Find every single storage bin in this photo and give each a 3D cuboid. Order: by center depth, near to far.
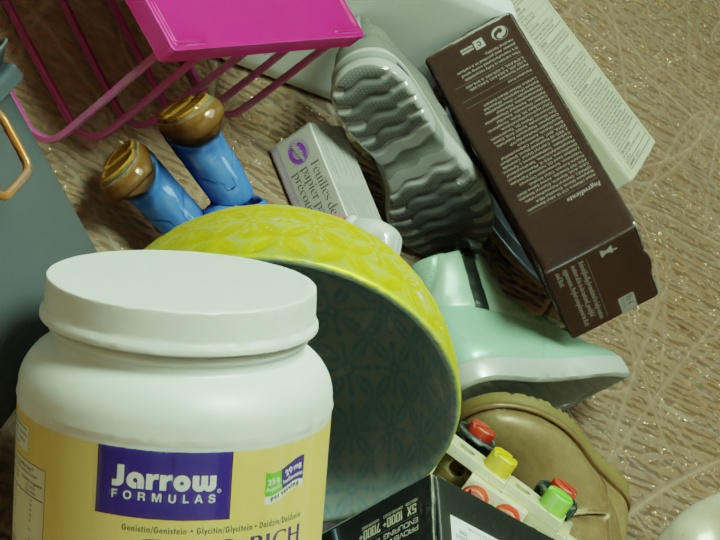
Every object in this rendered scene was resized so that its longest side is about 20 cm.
[{"bbox_3d":[-0.201,-0.001,0.913,0.135,0.145,0.200,57,31,-19],"label":"storage bin"}]

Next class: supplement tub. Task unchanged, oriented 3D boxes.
[{"bbox_3d":[-0.087,0.101,0.884,0.145,0.145,0.201,-16,114,-57],"label":"supplement tub"}]

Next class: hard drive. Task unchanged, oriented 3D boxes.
[{"bbox_3d":[-0.003,-0.169,1.314,0.199,0.132,0.027,16,47,-46],"label":"hard drive"}]

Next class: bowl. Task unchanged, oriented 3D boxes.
[{"bbox_3d":[-0.045,0.030,1.026,0.200,0.200,0.108,38,35,-28],"label":"bowl"}]

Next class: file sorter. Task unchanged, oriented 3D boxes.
[{"bbox_3d":[-0.124,-0.161,1.152,0.200,0.125,0.140,-15,74,-58],"label":"file sorter"}]

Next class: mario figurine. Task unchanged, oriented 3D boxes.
[{"bbox_3d":[-0.055,-0.003,1.113,0.200,0.123,0.106,50,34,-20],"label":"mario figurine"}]

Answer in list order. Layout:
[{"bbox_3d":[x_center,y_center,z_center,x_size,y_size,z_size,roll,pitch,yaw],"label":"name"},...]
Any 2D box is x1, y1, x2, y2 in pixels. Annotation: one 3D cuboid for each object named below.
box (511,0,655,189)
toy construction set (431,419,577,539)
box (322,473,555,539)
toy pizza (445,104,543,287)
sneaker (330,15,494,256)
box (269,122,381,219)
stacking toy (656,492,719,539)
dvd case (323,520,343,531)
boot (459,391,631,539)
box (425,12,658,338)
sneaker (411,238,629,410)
[{"bbox_3d":[0.127,-0.141,1.460,0.200,0.078,0.095,52,29,-4],"label":"box"},{"bbox_3d":[0.067,0.145,1.150,0.200,0.092,0.131,50,14,3],"label":"toy construction set"},{"bbox_3d":[0.047,0.206,1.004,0.200,0.163,0.087,31,41,-36],"label":"box"},{"bbox_3d":[0.127,-0.055,1.485,0.200,0.032,0.201,37,34,-30],"label":"toy pizza"},{"bbox_3d":[0.040,-0.091,1.318,0.082,0.074,0.200,-93,162,-45],"label":"sneaker"},{"bbox_3d":[0.000,0.000,1.261,0.041,0.039,0.201,0,63,-55],"label":"box"},{"bbox_3d":[0.298,0.257,1.389,0.200,0.145,0.147,46,30,-47],"label":"stacking toy"},{"bbox_3d":[-0.002,0.215,1.096,0.200,0.016,0.149,50,34,-13],"label":"dvd case"},{"bbox_3d":[0.129,0.195,1.244,0.175,0.066,0.201,34,40,-32],"label":"boot"},{"bbox_3d":[0.123,-0.065,1.319,0.201,0.075,0.100,62,2,33],"label":"box"},{"bbox_3d":[0.111,0.034,1.349,0.200,0.074,0.119,9,55,-51],"label":"sneaker"}]
